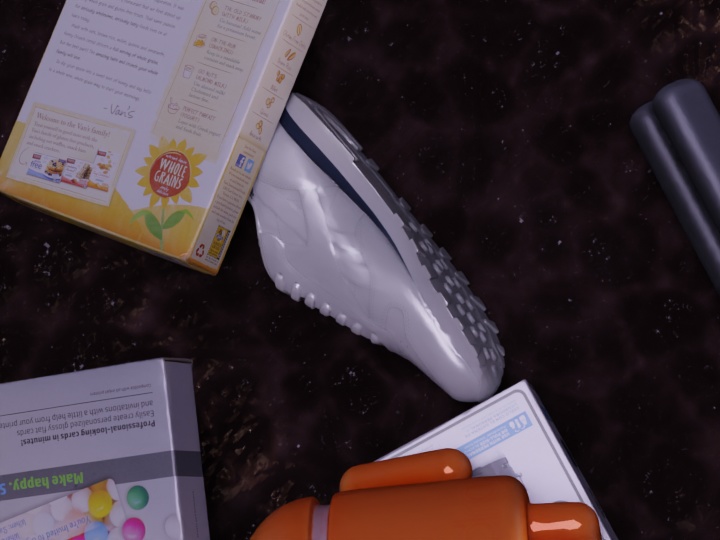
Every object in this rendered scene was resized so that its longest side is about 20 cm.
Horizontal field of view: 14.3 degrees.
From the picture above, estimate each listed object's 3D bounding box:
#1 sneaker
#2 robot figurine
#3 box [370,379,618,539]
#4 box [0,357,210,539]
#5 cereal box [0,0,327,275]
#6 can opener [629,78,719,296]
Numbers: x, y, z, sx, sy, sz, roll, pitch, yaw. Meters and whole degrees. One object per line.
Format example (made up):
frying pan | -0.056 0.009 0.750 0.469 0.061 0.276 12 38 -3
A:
sneaker | 0.000 0.000 1.553 0.080 0.076 0.200 -40 73 7
robot figurine | 0.024 0.164 1.444 0.199 0.117 0.144 -7 86 6
box | 0.088 0.172 1.523 0.116 0.060 0.200 -27 82 2
box | -0.152 0.155 1.495 0.155 0.041 0.201 -9 84 22
cereal box | -0.104 -0.113 1.564 0.144 0.040 0.200 21 85 31
can opener | 0.220 -0.013 1.546 0.067 0.053 0.200 -22 79 -30
